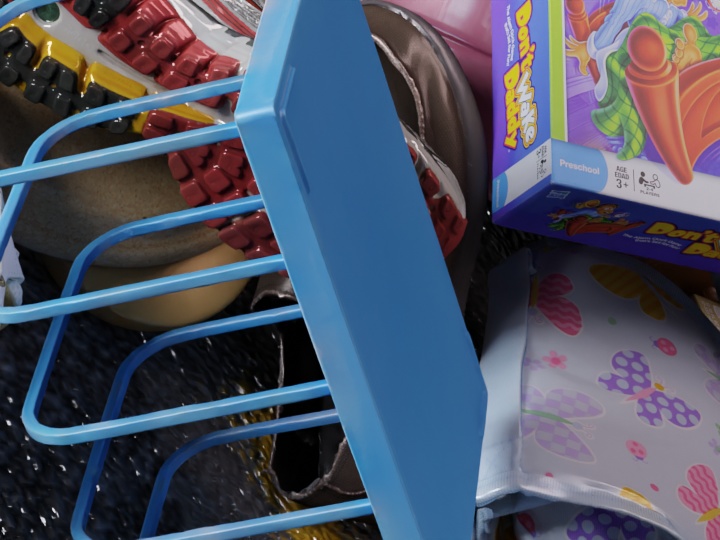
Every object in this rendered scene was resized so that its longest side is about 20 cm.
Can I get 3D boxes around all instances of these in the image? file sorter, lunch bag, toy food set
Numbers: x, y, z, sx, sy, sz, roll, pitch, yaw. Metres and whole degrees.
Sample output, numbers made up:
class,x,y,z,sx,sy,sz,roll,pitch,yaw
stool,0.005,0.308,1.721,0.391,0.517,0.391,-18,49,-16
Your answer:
class,x,y,z,sx,sy,sz,roll,pitch,yaw
file sorter,-0.045,0.010,0.942,0.139,0.122,0.200,-78,153,-57
lunch bag,0.105,0.102,1.138,0.200,0.127,0.170,50,24,-26
toy food set,-0.103,-0.089,1.091,0.200,0.049,0.198,30,56,-16

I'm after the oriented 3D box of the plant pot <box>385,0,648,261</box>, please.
class,x,y,z,sx,sy,sz,roll,pitch,yaw
plant pot,0.066,-0.124,1.220,0.199,0.180,0.200,23,4,-2

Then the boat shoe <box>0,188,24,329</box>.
class,x,y,z,sx,sy,sz,roll,pitch,yaw
boat shoe,-0.145,0.000,0.954,0.069,0.071,0.200,38,34,-33

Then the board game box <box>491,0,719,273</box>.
class,x,y,z,sx,sy,sz,roll,pitch,yaw
board game box,0.146,-0.068,1.117,0.199,0.045,0.135,11,66,-25

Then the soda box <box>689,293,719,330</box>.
class,x,y,z,sx,sy,sz,roll,pitch,yaw
soda box,0.182,0.113,1.305,0.068,0.064,0.200,20,39,-45

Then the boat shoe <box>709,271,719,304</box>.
class,x,y,z,sx,sy,sz,roll,pitch,yaw
boat shoe,0.182,-0.033,1.213,0.068,0.074,0.200,9,37,-17

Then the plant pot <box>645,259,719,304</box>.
class,x,y,z,sx,sy,sz,roll,pitch,yaw
plant pot,0.163,-0.052,1.366,0.200,0.200,0.141,19,57,-46

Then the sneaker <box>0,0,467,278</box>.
class,x,y,z,sx,sy,sz,roll,pitch,yaw
sneaker,-0.043,-0.071,1.024,0.200,0.078,0.082,37,34,-9

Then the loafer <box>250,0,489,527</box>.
class,x,y,z,sx,sy,sz,roll,pitch,yaw
loafer,0.000,0.000,1.079,0.071,0.073,0.201,-5,96,-46
